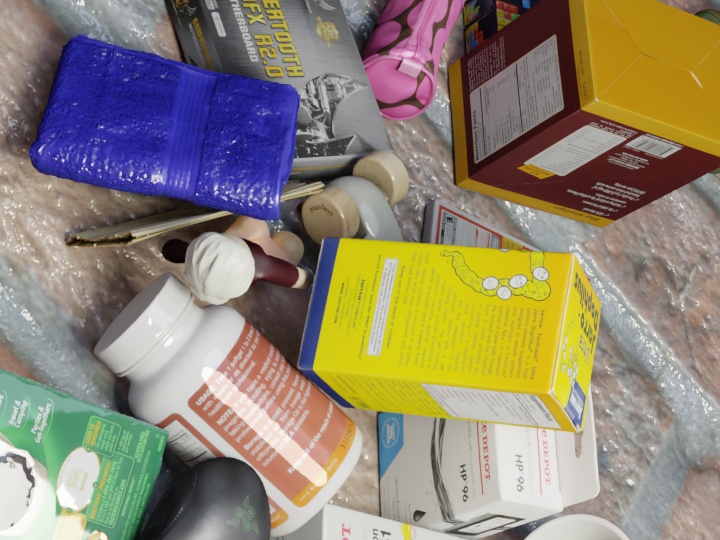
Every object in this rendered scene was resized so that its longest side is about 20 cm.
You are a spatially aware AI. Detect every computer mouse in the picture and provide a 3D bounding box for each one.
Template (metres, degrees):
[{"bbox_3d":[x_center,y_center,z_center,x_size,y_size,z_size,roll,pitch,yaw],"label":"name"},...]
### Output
[{"bbox_3d":[-0.123,0.227,1.140,0.138,0.053,0.201,38,75,-28],"label":"computer mouse"}]

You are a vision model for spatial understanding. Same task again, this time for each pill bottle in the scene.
[{"bbox_3d":[-0.102,0.099,1.228,0.200,0.112,0.112,45,50,-14],"label":"pill bottle"}]

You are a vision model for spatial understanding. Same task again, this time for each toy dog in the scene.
[{"bbox_3d":[0.000,0.000,1.385,0.131,0.096,0.201,-5,89,-42],"label":"toy dog"}]

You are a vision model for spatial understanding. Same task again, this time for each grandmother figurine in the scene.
[{"bbox_3d":[-0.097,-0.011,1.236,0.121,0.200,0.061,2,94,3],"label":"grandmother figurine"}]

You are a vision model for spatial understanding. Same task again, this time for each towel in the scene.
[{"bbox_3d":[-0.148,-0.116,1.262,0.199,0.050,0.148,10,43,-6],"label":"towel"}]

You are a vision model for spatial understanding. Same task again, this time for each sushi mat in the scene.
[{"bbox_3d":[-0.129,-0.045,1.283,0.199,0.095,0.012,-18,102,-42],"label":"sushi mat"}]

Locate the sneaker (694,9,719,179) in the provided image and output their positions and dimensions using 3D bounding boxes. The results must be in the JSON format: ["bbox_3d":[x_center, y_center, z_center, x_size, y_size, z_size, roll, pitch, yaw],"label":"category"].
[{"bbox_3d":[0.371,-0.202,1.759,0.090,0.067,0.201,13,66,-39],"label":"sneaker"}]

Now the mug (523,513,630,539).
[{"bbox_3d":[0.208,0.306,1.371,0.200,0.177,0.134,32,35,-46],"label":"mug"}]

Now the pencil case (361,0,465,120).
[{"bbox_3d":[0.057,-0.238,1.514,0.091,0.094,0.201,34,54,-22],"label":"pencil case"}]

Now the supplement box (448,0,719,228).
[{"bbox_3d":[0.221,-0.154,1.532,0.197,0.200,0.133,13,63,-33],"label":"supplement box"}]

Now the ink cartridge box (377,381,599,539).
[{"bbox_3d":[0.099,0.147,1.304,0.068,0.200,0.117,13,63,-33],"label":"ink cartridge box"}]

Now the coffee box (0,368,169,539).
[{"bbox_3d":[-0.242,0.139,1.131,0.199,0.044,0.124,23,72,-28],"label":"coffee box"}]

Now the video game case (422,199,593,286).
[{"bbox_3d":[0.136,0.034,1.506,0.199,0.017,0.144,25,57,-28],"label":"video game case"}]

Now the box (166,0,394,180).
[{"bbox_3d":[-0.072,-0.177,1.407,0.158,0.048,0.201,-6,71,-39],"label":"box"}]

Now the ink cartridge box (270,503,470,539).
[{"bbox_3d":[0.026,0.278,1.268,0.199,0.085,0.148,20,60,-32],"label":"ink cartridge box"}]

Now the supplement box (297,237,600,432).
[{"bbox_3d":[0.070,0.048,1.225,0.109,0.199,0.110,48,50,-62],"label":"supplement box"}]

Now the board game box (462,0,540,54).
[{"bbox_3d":[0.196,-0.273,1.663,0.199,0.057,0.166,13,65,-34],"label":"board game box"}]
